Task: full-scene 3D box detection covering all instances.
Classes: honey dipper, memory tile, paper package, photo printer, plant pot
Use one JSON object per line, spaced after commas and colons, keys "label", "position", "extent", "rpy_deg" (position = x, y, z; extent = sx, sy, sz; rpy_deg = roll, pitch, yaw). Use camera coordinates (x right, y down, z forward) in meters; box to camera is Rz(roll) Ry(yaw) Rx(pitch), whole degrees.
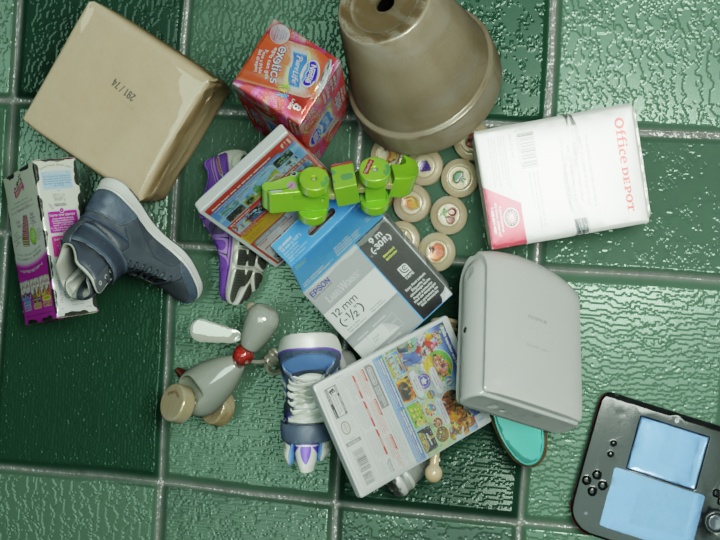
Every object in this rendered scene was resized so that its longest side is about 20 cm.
{"label": "honey dipper", "position": [0.099, 0.162, 1.329], "extent": [0.037, 0.038, 0.204], "rpy_deg": [3, 78, 8]}
{"label": "memory tile", "position": [0.076, -0.112, 1.385], "extent": [0.151, 0.017, 0.204], "rpy_deg": [19, 93, 8]}
{"label": "paper package", "position": [-0.305, -0.218, 1.396], "extent": [0.198, 0.103, 0.192], "rpy_deg": [33, 95, 6]}
{"label": "photo printer", "position": [0.194, 0.079, 1.285], "extent": [0.164, 0.069, 0.203], "rpy_deg": [20, 59, -26]}
{"label": "plant pot", "position": [0.056, -0.268, 1.272], "extent": [0.196, 0.174, 0.204], "rpy_deg": [-9, 64, 19]}

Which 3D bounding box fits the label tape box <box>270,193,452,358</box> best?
{"label": "label tape box", "position": [0.000, 0.000, 1.347], "extent": [0.143, 0.066, 0.200], "rpy_deg": [-42, 102, 8]}

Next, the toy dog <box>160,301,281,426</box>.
{"label": "toy dog", "position": [-0.185, 0.115, 1.386], "extent": [0.199, 0.132, 0.097], "rpy_deg": [-40, 53, -1]}

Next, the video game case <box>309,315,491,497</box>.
{"label": "video game case", "position": [0.051, 0.162, 1.281], "extent": [0.198, 0.018, 0.145], "rpy_deg": [-25, 92, -23]}

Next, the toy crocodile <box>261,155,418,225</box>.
{"label": "toy crocodile", "position": [-0.024, -0.104, 1.291], "extent": [0.196, 0.068, 0.063], "rpy_deg": [-9, 53, -5]}

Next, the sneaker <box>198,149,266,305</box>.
{"label": "sneaker", "position": [-0.174, -0.055, 1.404], "extent": [0.082, 0.080, 0.204], "rpy_deg": [-5, 83, 25]}

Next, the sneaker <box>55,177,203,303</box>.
{"label": "sneaker", "position": [-0.297, 0.005, 1.349], "extent": [0.076, 0.147, 0.203], "rpy_deg": [-13, 128, 39]}

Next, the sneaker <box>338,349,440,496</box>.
{"label": "sneaker", "position": [0.028, 0.188, 1.378], "extent": [0.081, 0.075, 0.202], "rpy_deg": [-28, 84, -21]}

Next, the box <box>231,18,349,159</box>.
{"label": "box", "position": [-0.081, -0.214, 1.310], "extent": [0.099, 0.200, 0.096], "rpy_deg": [31, 84, 6]}

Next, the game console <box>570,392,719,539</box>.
{"label": "game console", "position": [0.376, 0.266, 1.336], "extent": [0.196, 0.031, 0.180], "rpy_deg": [16, 93, 7]}

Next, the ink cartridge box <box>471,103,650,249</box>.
{"label": "ink cartridge box", "position": [0.247, -0.115, 1.319], "extent": [0.196, 0.084, 0.148], "rpy_deg": [-10, 92, 5]}

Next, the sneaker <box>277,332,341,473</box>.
{"label": "sneaker", "position": [-0.060, 0.170, 1.305], "extent": [0.079, 0.201, 0.149], "rpy_deg": [-2, 69, -5]}

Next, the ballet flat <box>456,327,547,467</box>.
{"label": "ballet flat", "position": [0.180, 0.149, 1.342], "extent": [0.067, 0.072, 0.202], "rpy_deg": [-29, 87, 6]}

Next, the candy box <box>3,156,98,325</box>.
{"label": "candy box", "position": [-0.409, -0.036, 1.396], "extent": [0.060, 0.135, 0.204], "rpy_deg": [-9, 90, -35]}

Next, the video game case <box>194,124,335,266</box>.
{"label": "video game case", "position": [-0.102, -0.087, 1.324], "extent": [0.143, 0.200, 0.018], "rpy_deg": [-41, 60, 6]}
